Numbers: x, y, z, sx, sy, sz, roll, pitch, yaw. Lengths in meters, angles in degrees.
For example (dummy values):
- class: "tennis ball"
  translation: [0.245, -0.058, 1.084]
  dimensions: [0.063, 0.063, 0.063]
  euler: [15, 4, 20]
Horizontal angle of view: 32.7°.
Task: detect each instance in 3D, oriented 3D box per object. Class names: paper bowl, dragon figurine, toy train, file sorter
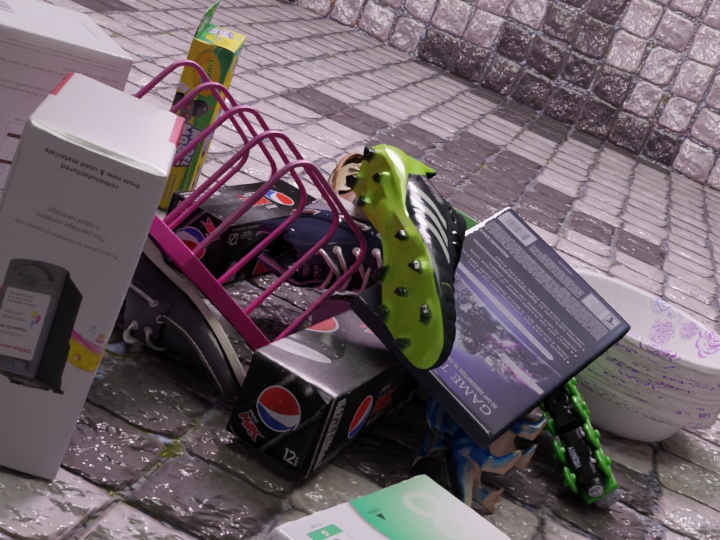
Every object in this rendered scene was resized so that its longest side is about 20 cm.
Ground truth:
- class: "paper bowl"
  translation: [0.252, 0.087, 1.172]
  dimensions: [0.199, 0.105, 0.201]
  euler: [20, 17, -6]
- class: "dragon figurine"
  translation: [0.073, 0.121, 0.905]
  dimensions: [0.099, 0.059, 0.200]
  euler: [28, 38, 18]
- class: "toy train"
  translation: [0.172, 0.118, 1.026]
  dimensions: [0.056, 0.042, 0.201]
  euler: [50, 16, -37]
- class: "file sorter"
  translation: [-0.107, -0.055, 0.958]
  dimensions: [0.200, 0.125, 0.139]
  euler: [41, -9, 42]

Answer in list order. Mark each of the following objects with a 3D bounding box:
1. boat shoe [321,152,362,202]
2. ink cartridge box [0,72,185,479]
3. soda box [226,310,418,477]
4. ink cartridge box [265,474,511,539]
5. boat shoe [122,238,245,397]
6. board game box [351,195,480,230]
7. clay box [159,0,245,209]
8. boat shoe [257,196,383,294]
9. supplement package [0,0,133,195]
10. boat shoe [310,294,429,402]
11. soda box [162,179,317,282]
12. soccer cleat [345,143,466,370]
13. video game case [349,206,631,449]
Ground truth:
- class: "boat shoe"
  translation: [-0.009, -0.089, 1.415]
  dimensions: [0.075, 0.074, 0.200]
  euler: [18, 18, -12]
- class: "ink cartridge box"
  translation: [-0.180, -0.002, 0.738]
  dimensions: [0.085, 0.201, 0.148]
  euler: [19, 18, -11]
- class: "soda box"
  translation: [-0.016, 0.081, 0.902]
  dimensions: [0.070, 0.064, 0.200]
  euler: [28, 17, 17]
- class: "ink cartridge box"
  translation: [0.060, 0.201, 0.698]
  dimensions: [0.199, 0.050, 0.160]
  euler: [30, 19, 30]
- class: "boat shoe"
  translation: [-0.152, 0.039, 0.928]
  dimensions: [0.062, 0.073, 0.200]
  euler: [-34, 51, -16]
- class: "board game box"
  translation: [0.087, -0.023, 1.077]
  dimensions: [0.199, 0.029, 0.135]
  euler: [32, -5, -2]
- class: "clay box"
  translation: [-0.164, -0.169, 1.249]
  dimensions: [0.047, 0.201, 0.115]
  euler: [20, 18, -6]
- class: "boat shoe"
  translation: [0.000, 0.000, 1.017]
  dimensions: [0.092, 0.075, 0.199]
  euler: [-21, 32, -39]
- class: "supplement package"
  translation: [-0.261, -0.091, 0.896]
  dimensions: [0.109, 0.202, 0.114]
  euler: [10, 20, -36]
- class: "boat shoe"
  translation: [0.057, 0.067, 1.039]
  dimensions: [0.199, 0.074, 0.065]
  euler: [28, 22, 14]
- class: "soda box"
  translation: [-0.107, -0.039, 1.167]
  dimensions: [0.070, 0.064, 0.200]
  euler: [29, 19, 19]
- class: "soccer cleat"
  translation: [0.047, -0.013, 0.891]
  dimensions: [0.080, 0.068, 0.201]
  euler: [13, 44, -30]
- class: "video game case"
  translation: [0.104, 0.036, 0.934]
  dimensions: [0.143, 0.019, 0.199]
  euler: [46, 46, 15]
